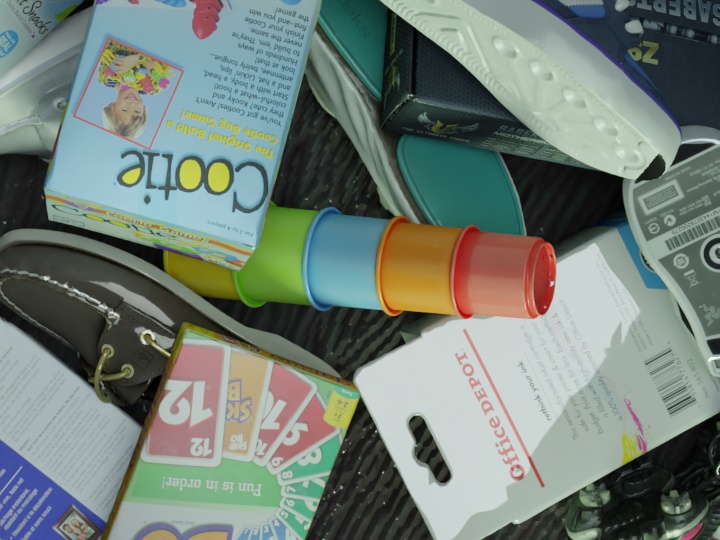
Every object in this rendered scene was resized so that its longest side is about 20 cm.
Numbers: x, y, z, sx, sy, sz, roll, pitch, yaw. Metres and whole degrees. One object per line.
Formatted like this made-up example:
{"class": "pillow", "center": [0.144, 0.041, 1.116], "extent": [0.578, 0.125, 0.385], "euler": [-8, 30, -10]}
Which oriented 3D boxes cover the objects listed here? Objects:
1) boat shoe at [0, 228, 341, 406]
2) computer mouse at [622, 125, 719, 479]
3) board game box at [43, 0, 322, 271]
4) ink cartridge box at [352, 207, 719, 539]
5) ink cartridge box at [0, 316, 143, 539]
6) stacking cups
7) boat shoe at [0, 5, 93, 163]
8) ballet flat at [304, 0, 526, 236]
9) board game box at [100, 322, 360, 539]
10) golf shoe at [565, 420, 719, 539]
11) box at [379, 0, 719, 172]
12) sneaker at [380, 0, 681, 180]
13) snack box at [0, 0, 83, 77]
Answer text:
{"class": "boat shoe", "center": [-0.104, 0.045, 1.029], "extent": [0.199, 0.072, 0.060], "euler": [28, 60, -12]}
{"class": "computer mouse", "center": [0.200, 0.014, 1.019], "extent": [0.109, 0.044, 0.201], "euler": [-24, 100, 13]}
{"class": "board game box", "center": [-0.077, -0.113, 0.958], "extent": [0.104, 0.103, 0.201], "euler": [16, 82, -6]}
{"class": "ink cartridge box", "center": [0.101, 0.055, 1.067], "extent": [0.199, 0.068, 0.116], "euler": [-27, 94, -8]}
{"class": "ink cartridge box", "center": [-0.161, 0.105, 1.044], "extent": [0.200, 0.037, 0.095], "euler": [40, 86, -10]}
{"class": "stacking cups", "center": [0.000, 0.000, 1.008], "extent": [0.199, 0.060, 0.061], "euler": [8, 89, 23]}
{"class": "boat shoe", "center": [-0.144, -0.090, 1.032], "extent": [0.200, 0.072, 0.069], "euler": [-31, 90, -17]}
{"class": "ballet flat", "center": [0.020, -0.074, 1.053], "extent": [0.069, 0.069, 0.200], "euler": [-33, 88, -7]}
{"class": "board game box", "center": [-0.080, 0.136, 0.999], "extent": [0.095, 0.030, 0.201], "euler": [20, 96, -11]}
{"class": "golf shoe", "center": [0.207, 0.132, 1.093], "extent": [0.199, 0.077, 0.088], "euler": [-19, 121, -12]}
{"class": "box", "center": [0.113, -0.135, 1.042], "extent": [0.199, 0.051, 0.159], "euler": [10, 71, -15]}
{"class": "sneaker", "center": [0.104, -0.156, 0.973], "extent": [0.200, 0.081, 0.147], "euler": [37, 70, 2]}
{"class": "snack box", "center": [-0.255, -0.141, 0.979], "extent": [0.200, 0.068, 0.169], "euler": [-44, 69, -7]}
